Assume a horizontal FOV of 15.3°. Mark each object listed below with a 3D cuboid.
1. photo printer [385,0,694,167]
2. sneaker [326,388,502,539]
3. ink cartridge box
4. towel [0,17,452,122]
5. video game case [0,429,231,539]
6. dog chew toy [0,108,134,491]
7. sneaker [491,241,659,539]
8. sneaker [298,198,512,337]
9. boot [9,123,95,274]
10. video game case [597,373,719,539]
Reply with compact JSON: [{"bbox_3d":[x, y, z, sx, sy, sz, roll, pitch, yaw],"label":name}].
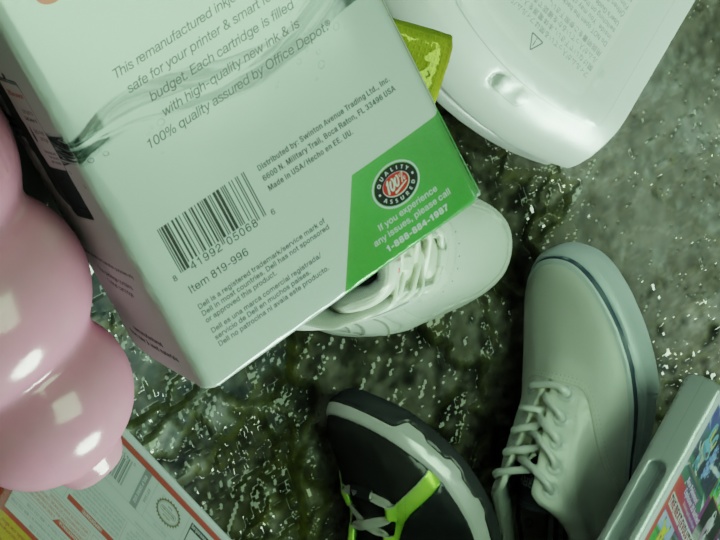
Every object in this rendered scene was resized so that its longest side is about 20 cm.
[{"bbox_3d":[0.091,-0.161,1.285,0.166,0.069,0.200,40,73,-33],"label":"photo printer"},{"bbox_3d":[0.025,0.151,1.275,0.083,0.072,0.200,-38,117,-25],"label":"sneaker"},{"bbox_3d":[-0.064,-0.079,1.073,0.147,0.083,0.200,-34,115,-17],"label":"ink cartridge box"},{"bbox_3d":[-0.055,-0.083,1.134,0.200,0.018,0.086,13,102,-29],"label":"towel"},{"bbox_3d":[-0.122,0.160,1.144,0.143,0.017,0.200,50,42,-25],"label":"video game case"},{"bbox_3d":[-0.165,0.006,1.071,0.125,0.125,0.200,-45,108,-23],"label":"dog chew toy"},{"bbox_3d":[0.101,0.088,1.319,0.071,0.073,0.200,-18,108,-46],"label":"sneaker"},{"bbox_3d":[0.000,0.000,1.219,0.200,0.099,0.078,-6,100,-36],"label":"sneaker"},{"bbox_3d":[-0.086,-0.070,1.172,0.200,0.077,0.139,-11,107,-22],"label":"boot"},{"bbox_3d":[0.142,0.166,1.333,0.182,0.023,0.200,-59,155,-15],"label":"video game case"}]
